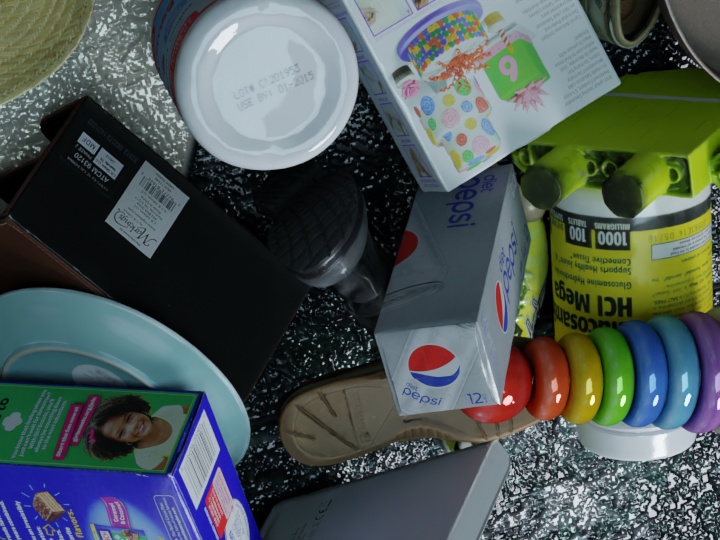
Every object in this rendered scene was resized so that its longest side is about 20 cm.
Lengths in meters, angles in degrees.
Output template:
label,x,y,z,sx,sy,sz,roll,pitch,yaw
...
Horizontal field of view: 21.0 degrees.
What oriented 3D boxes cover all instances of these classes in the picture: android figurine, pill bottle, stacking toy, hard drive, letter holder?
label,x,y,z,sx,sy,sz,roll,pitch,yaw
android figurine,0.195,-0.088,1.295,0.200,0.181,0.041,-36,124,-47
pill bottle,-0.072,-0.136,1.203,0.108,0.200,0.109,-4,108,-12
pill bottle,0.191,0.025,1.361,0.112,0.112,0.201,-8,108,-10
stacking toy,0.155,0.067,1.259,0.199,0.085,0.086,-1,107,-15
hard drive,-0.002,0.185,1.306,0.199,0.132,0.026,-20,116,36
letter holder,-0.160,-0.003,1.291,0.200,0.142,0.101,40,63,-22

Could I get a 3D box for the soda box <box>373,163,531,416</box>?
label,x,y,z,sx,sy,sz,roll,pitch,yaw
soda box,0.062,0.009,1.240,0.068,0.200,0.064,-8,119,16

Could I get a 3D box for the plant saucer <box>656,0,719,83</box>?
label,x,y,z,sx,sy,sz,roll,pitch,yaw
plant saucer,0.251,-0.212,1.276,0.199,0.032,0.202,0,90,-38

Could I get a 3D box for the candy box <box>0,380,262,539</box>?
label,x,y,z,sx,sy,sz,roll,pitch,yaw
candy box,-0.179,0.156,1.269,0.199,0.077,0.170,0,133,19

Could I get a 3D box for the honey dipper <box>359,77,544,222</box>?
label,x,y,z,sx,sy,sz,roll,pitch,yaw
honey dipper,0.051,-0.103,1.311,0.200,0.038,0.038,44,94,-10

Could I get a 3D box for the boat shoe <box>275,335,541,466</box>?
label,x,y,z,sx,sy,sz,roll,pitch,yaw
boat shoe,0.039,0.081,1.305,0.199,0.072,0.073,-14,102,-7

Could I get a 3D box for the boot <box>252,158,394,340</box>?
label,x,y,z,sx,sy,sz,roll,pitch,yaw
boot,0.000,0.000,1.265,0.070,0.200,0.132,-36,108,5

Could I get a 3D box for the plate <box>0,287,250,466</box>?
label,x,y,z,sx,sy,sz,roll,pitch,yaw
plate,-0.169,0.086,1.275,0.200,0.200,0.026,40,51,-20

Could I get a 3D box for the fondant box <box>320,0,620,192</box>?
label,x,y,z,sx,sy,sz,roll,pitch,yaw
fondant box,0.059,-0.172,1.266,0.144,0.058,0.201,-32,99,-14

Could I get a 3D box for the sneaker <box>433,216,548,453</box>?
label,x,y,z,sx,sy,sz,roll,pitch,yaw
sneaker,0.097,0.041,1.365,0.075,0.076,0.201,6,103,-12

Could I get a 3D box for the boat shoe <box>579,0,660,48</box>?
label,x,y,z,sx,sy,sz,roll,pitch,yaw
boat shoe,0.206,-0.246,1.305,0.073,0.063,0.201,12,104,-15

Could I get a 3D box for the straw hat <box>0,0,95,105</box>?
label,x,y,z,sx,sy,sz,roll,pitch,yaw
straw hat,-0.261,-0.195,1.204,0.200,0.085,0.202,-2,109,-6
